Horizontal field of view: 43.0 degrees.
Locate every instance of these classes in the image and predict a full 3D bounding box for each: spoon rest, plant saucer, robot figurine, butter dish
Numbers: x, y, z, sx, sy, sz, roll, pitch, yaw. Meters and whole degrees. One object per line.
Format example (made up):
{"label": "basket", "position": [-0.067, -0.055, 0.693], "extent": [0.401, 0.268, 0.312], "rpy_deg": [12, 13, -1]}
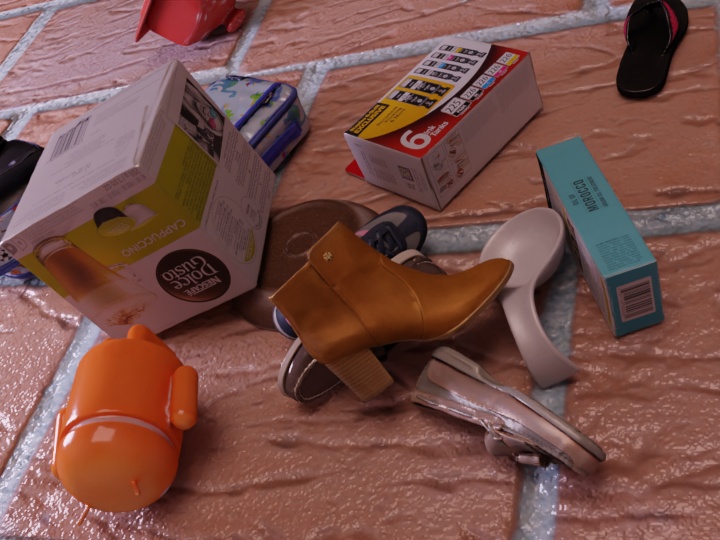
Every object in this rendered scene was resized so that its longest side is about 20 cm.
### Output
{"label": "spoon rest", "position": [0.160, 0.013, 0.865], "extent": [0.099, 0.061, 0.200], "rpy_deg": [-31, 38, 25]}
{"label": "plant saucer", "position": [-0.063, -0.019, 1.040], "extent": [0.200, 0.037, 0.201], "rpy_deg": [-14, 41, 13]}
{"label": "robot figurine", "position": [-0.230, 0.149, 0.890], "extent": [0.143, 0.117, 0.200], "rpy_deg": [5, 42, -7]}
{"label": "butter dish", "position": [-0.259, -0.454, 1.517], "extent": [0.200, 0.148, 0.200], "rpy_deg": [-42, 16, 56]}

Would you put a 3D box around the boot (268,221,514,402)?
{"label": "boot", "position": [0.029, 0.008, 0.837], "extent": [0.201, 0.144, 0.071], "rpy_deg": [-39, 5, -7]}

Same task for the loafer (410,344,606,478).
{"label": "loafer", "position": [0.119, 0.130, 0.778], "extent": [0.063, 0.072, 0.200], "rpy_deg": [-53, 39, -5]}

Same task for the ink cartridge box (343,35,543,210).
{"label": "ink cartridge box", "position": [0.085, -0.187, 1.100], "extent": [0.175, 0.084, 0.200], "rpy_deg": [25, 62, 42]}

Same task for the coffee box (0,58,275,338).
{"label": "coffee box", "position": [-0.238, -0.071, 1.032], "extent": [0.199, 0.198, 0.200], "rpy_deg": [-24, 38, 23]}

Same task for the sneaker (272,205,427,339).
{"label": "sneaker", "position": [0.000, 0.000, 0.938], "extent": [0.200, 0.070, 0.082], "rpy_deg": [-42, 2, -16]}

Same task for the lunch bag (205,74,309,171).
{"label": "lunch bag", "position": [-0.173, -0.173, 1.222], "extent": [0.160, 0.083, 0.200], "rpy_deg": [17, 58, 35]}

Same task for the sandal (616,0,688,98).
{"label": "sandal", "position": [0.349, -0.285, 1.097], "extent": [0.075, 0.045, 0.200], "rpy_deg": [0, 47, 27]}

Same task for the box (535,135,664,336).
{"label": "box", "position": [0.227, -0.038, 0.876], "extent": [0.049, 0.082, 0.200], "rpy_deg": [-19, 42, 6]}

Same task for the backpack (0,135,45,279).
{"label": "backpack", "position": [-0.474, -0.076, 1.219], "extent": [0.200, 0.154, 0.190], "rpy_deg": [13, 45, 43]}

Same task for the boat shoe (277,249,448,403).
{"label": "boat shoe", "position": [0.007, 0.061, 0.895], "extent": [0.200, 0.072, 0.059], "rpy_deg": [-40, 48, -16]}
